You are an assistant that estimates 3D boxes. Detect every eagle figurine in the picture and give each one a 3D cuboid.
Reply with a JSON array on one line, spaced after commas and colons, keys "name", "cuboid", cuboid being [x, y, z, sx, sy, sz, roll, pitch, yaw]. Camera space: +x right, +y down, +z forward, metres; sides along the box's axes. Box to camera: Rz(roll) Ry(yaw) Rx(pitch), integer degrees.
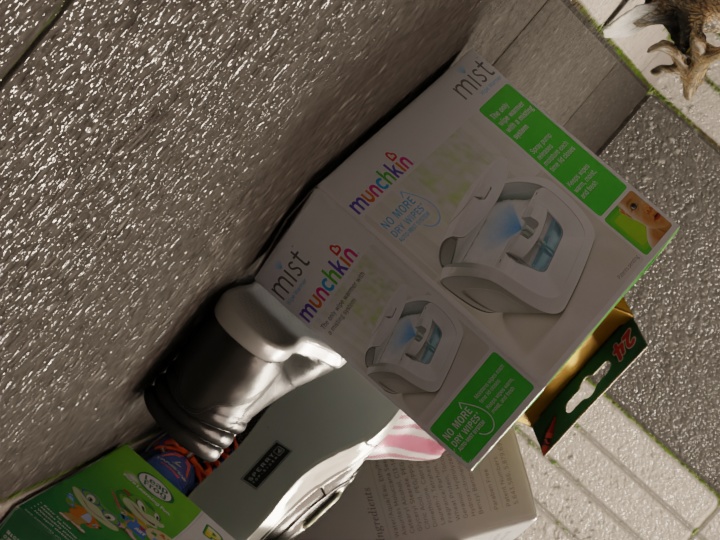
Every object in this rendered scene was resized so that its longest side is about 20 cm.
[{"name": "eagle figurine", "cuboid": [0.325, -0.265, 2.191, 0.151, 0.151, 0.201, -5, -119, 35]}]

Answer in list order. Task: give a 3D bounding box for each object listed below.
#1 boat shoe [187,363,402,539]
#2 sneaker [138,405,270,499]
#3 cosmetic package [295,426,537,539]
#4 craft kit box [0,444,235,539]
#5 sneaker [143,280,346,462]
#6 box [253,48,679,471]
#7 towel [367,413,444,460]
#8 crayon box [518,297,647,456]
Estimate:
[{"name": "boat shoe", "cuboid": [-0.045, 0.132, 1.556, 0.200, 0.071, 0.064, -40, 150, -23]}, {"name": "sneaker", "cuboid": [-0.121, 0.142, 1.557, 0.200, 0.075, 0.079, -48, 171, -28]}, {"name": "cosmetic package", "cuboid": [0.020, 0.158, 1.905, 0.199, 0.166, 0.165, -14, 169, -7]}, {"name": "craft kit box", "cuboid": [-0.105, 0.196, 1.368, 0.049, 0.200, 0.197, -50, 175, 10]}, {"name": "sneaker", "cuboid": [-0.072, 0.062, 1.419, 0.099, 0.071, 0.200, -48, 169, 11]}, {"name": "box", "cuboid": [0.065, -0.010, 1.413, 0.200, 0.176, 0.097, -42, 173, -47]}, {"name": "towel", "cuboid": [0.031, 0.088, 1.667, 0.146, 0.030, 0.200, 1, 145, -29]}, {"name": "crayon box", "cuboid": [0.130, 0.025, 1.780, 0.051, 0.200, 0.127, 21, 119, -36]}]
